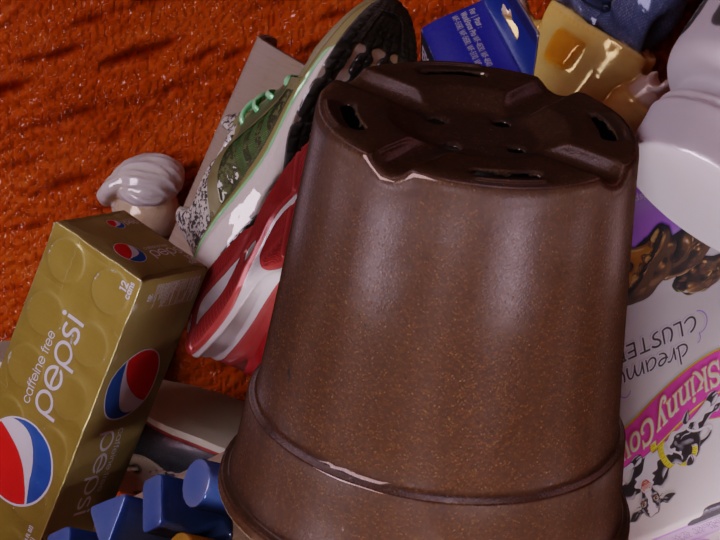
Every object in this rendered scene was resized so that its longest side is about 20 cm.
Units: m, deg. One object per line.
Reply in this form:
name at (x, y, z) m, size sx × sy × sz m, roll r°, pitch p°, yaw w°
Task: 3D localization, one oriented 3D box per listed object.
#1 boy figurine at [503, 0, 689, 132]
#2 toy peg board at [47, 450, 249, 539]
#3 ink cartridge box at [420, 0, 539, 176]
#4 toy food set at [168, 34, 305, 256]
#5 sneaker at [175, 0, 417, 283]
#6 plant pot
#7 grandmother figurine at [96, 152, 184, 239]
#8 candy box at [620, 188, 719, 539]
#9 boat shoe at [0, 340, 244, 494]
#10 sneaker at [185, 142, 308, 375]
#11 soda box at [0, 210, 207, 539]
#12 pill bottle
boy figurine at (0.109, -0.110, 1.553) m, size 0.124 × 0.064 × 0.201 m, roll 43°, pitch 107°, yaw 31°
toy peg board at (-0.109, 0.187, 1.484) m, size 0.200 × 0.097 × 0.201 m, roll -28°, pitch 55°, yaw 45°
ink cartridge box at (0.056, -0.050, 1.470) m, size 0.100 × 0.039 × 0.201 m, roll -113°, pitch 21°, yaw -58°
toy food set at (-0.016, -0.031, 1.662) m, size 0.199 × 0.060 × 0.144 m, roll 31°, pitch 102°, yaw 34°
sneaker at (-0.047, -0.077, 1.614) m, size 0.201 × 0.077 × 0.089 m, roll -55°, pitch 49°, yaw 14°
plant pot at (0.040, 0.020, 1.352) m, size 0.200 × 0.199 × 0.200 m, roll 31°, pitch 124°, yaw 42°
grandmother figurine at (-0.140, 0.027, 1.757) m, size 0.121 × 0.060 × 0.202 m, roll -4°, pitch 75°, yaw 56°
candy box at (0.164, 0.038, 1.461) m, size 0.167 × 0.071 × 0.201 m, roll -27°, pitch 63°, yaw 36°
boat shoe at (-0.129, 0.096, 1.661) m, size 0.199 × 0.071 × 0.063 m, roll 16°, pitch 106°, yaw 16°
sneaker at (0.000, 0.000, 1.539) m, size 0.200 × 0.115 × 0.079 m, roll -41°, pitch 32°, yaw 47°
soda box at (-0.158, 0.070, 1.593) m, size 0.068 × 0.064 × 0.201 m, roll 33°, pitch 112°, yaw 25°
pill bottle at (0.216, -0.107, 1.372) m, size 0.113 × 0.114 × 0.201 m, roll 19°, pitch 68°, yaw 43°
